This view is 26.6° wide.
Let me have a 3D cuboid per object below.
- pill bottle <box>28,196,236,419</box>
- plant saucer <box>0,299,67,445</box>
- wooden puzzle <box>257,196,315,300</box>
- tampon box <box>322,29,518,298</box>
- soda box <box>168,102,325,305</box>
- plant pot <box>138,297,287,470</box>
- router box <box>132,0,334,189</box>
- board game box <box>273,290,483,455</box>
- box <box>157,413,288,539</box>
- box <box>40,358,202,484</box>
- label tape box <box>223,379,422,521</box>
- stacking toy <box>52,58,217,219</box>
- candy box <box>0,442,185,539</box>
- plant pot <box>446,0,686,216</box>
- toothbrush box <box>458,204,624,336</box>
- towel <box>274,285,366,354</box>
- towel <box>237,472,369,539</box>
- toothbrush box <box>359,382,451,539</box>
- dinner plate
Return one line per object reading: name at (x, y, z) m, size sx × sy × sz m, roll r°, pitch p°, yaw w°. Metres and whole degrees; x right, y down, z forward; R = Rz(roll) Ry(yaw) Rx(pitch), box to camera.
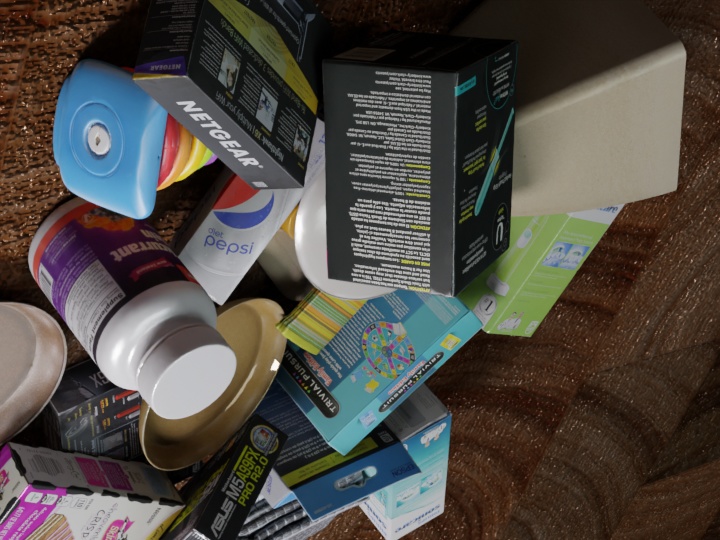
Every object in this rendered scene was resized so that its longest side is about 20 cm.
pill bottle at (-0.193, 0.032, 1.311) m, size 0.111 × 0.200 × 0.111 m, roll -28°, pitch 144°, yaw -22°
plant saucer at (-0.360, 0.098, 1.366) m, size 0.200 × 0.032 × 0.200 m, roll -27°, pitch 142°, yaw -23°
wooden puzzle at (-0.018, -0.064, 1.516) m, size 0.200 × 0.046 × 0.185 m, roll -37°, pitch 145°, yaw -4°
tampon box at (0.054, -0.099, 1.353) m, size 0.150 × 0.126 × 0.200 m, roll -36°, pitch 130°, yaw -59°
soda box at (-0.097, -0.070, 1.398) m, size 0.063 × 0.068 × 0.200 m, roll 33°, pitch 105°, yaw -18°
plant pot at (-0.150, 0.107, 1.509) m, size 0.200 × 0.027 × 0.200 m, roll -41°, pitch 150°, yaw -30°
router box at (-0.096, -0.177, 1.235) m, size 0.200 × 0.052 × 0.157 m, roll 44°, pitch 51°, yaw -56°
board game box at (0.005, 0.071, 1.604) m, size 0.200 × 0.151 × 0.047 m, roll -43°, pitch 147°, yaw 1°
box at (-0.162, 0.253, 1.536) m, size 0.200 × 0.044 × 0.160 m, roll -46°, pitch -169°, yaw 45°
box at (-0.238, 0.161, 1.544) m, size 0.158 × 0.050 × 0.200 m, roll -24°, pitch 142°, yaw -25°
label tape box at (-0.051, 0.187, 1.629) m, size 0.143 × 0.200 × 0.066 m, roll -21°, pitch 143°, yaw -30°
stacking toy at (-0.152, -0.121, 1.292) m, size 0.200 × 0.110 × 0.116 m, roll -16°, pitch 123°, yaw -52°
candy box at (-0.290, 0.246, 1.491) m, size 0.200 × 0.061 × 0.136 m, roll 16°, pitch 118°, yaw -48°
plant pot at (0.184, -0.170, 1.496) m, size 0.177 × 0.200 × 0.200 m, roll -24°, pitch 141°, yaw -12°
toothbrush box at (0.170, -0.050, 1.644) m, size 0.086 × 0.146 × 0.200 m, roll 6°, pitch 123°, yaw -48°
towel at (0.000, 0.000, 1.553) m, size 0.200 × 0.018 × 0.086 m, roll -48°, pitch 151°, yaw 1°
towel at (-0.096, 0.285, 1.760) m, size 0.200 × 0.086 × 0.166 m, roll -24°, pitch 162°, yaw -28°
toothbrush box at (0.028, 0.196, 1.771) m, size 0.085 × 0.146 × 0.200 m, roll -27°, pitch 145°, yaw -21°
dinner plate at (0.026, -0.055, 1.493) m, size 0.200 × 0.024 × 0.200 m, roll -18°, pitch 128°, yaw -25°
